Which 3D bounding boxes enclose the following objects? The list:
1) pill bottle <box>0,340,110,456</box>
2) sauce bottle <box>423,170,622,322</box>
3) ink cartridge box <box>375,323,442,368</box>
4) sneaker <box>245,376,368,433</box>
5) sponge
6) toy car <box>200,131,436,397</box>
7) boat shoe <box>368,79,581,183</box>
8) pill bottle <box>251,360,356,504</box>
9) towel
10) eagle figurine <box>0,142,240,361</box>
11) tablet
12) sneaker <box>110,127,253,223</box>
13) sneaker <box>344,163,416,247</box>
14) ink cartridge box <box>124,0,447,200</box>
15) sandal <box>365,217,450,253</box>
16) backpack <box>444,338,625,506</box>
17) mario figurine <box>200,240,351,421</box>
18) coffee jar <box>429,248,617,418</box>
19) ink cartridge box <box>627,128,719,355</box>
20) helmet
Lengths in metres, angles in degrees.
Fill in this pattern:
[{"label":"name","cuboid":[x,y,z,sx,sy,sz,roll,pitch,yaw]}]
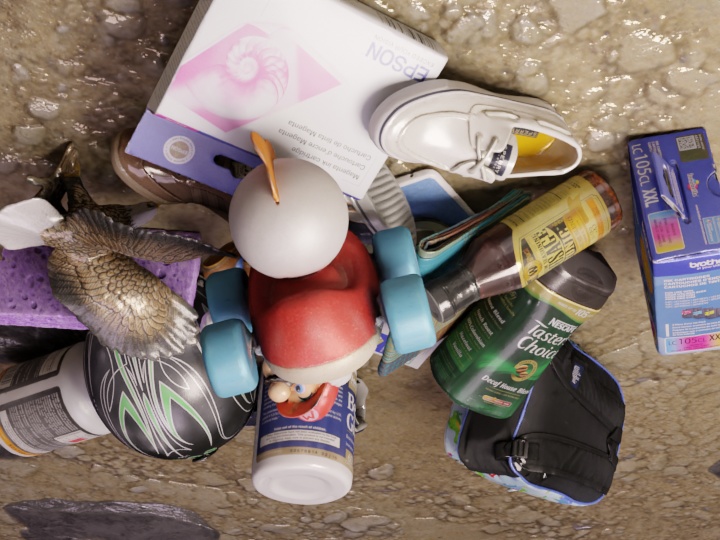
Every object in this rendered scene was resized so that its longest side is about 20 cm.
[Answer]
[{"label":"pill bottle","cuboid":[-0.345,0.149,1.424,0.199,0.117,0.116,-18,141,30]},{"label":"sauce bottle","cuboid":[0.146,-0.018,1.088,0.200,0.066,0.066,-33,147,-11]},{"label":"ink cartridge box","cuboid":[-0.006,0.040,1.287,0.199,0.039,0.100,20,144,-13]},{"label":"sneaker","cuboid":[-0.081,0.157,1.436,0.202,0.077,0.146,21,155,-41]},{"label":"sponge","cuboid":[-0.267,0.007,1.205,0.199,0.112,0.030,4,149,-1]},{"label":"toy car","cuboid":[-0.052,-0.028,0.958,0.183,0.177,0.201,-13,118,2]},{"label":"boat shoe","cuboid":[0.102,-0.107,0.980,0.199,0.070,0.071,2,127,-35]},{"label":"pill bottle","cuboid":[-0.060,0.148,1.320,0.110,0.201,0.111,2,148,1]},{"label":"towel","cuboid":[0.087,0.013,1.163,0.146,0.022,0.200,-29,154,-31]},{"label":"eagle figurine","cuboid":[-0.227,-0.022,1.108,0.200,0.151,0.152,45,173,13]},{"label":"tablet","cuboid":[0.069,-0.031,1.209,0.130,0.014,0.200,-18,142,28]},{"label":"sneaker","cuboid":[-0.131,-0.091,1.085,0.075,0.071,0.200,-21,150,39]},{"label":"sneaker","cuboid":[-0.026,-0.082,1.083,0.079,0.079,0.200,-23,128,26]},{"label":"ink cartridge box","cuboid":[-0.061,-0.135,0.961,0.196,0.043,0.200,20,114,-26]},{"label":"sandal","cuboid":[0.000,-0.001,1.179,0.200,0.057,0.080,-17,124,22]},{"label":"backpack","cuboid":[0.204,0.168,1.359,0.200,0.184,0.147,30,161,-38]},{"label":"mario figurine","cuboid":[-0.085,0.073,1.169,0.106,0.123,0.201,-32,116,-13]},{"label":"coffee jar","cuboid":[0.166,0.053,1.206,0.104,0.085,0.200,20,118,-31]},{"label":"ink cartridge box","cuboid":[0.292,-0.032,1.076,0.076,0.137,0.200,-9,145,8]},{"label":"helmet","cuboid":[-0.207,0.102,1.283,0.199,0.201,0.191,-6,158,14]}]
